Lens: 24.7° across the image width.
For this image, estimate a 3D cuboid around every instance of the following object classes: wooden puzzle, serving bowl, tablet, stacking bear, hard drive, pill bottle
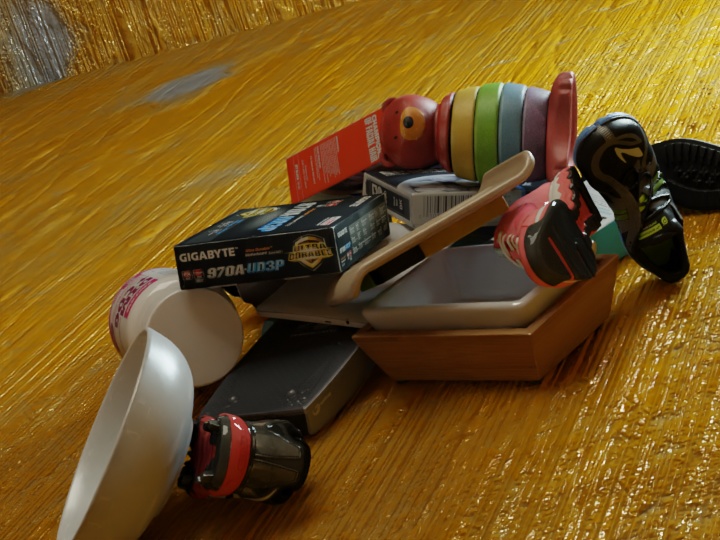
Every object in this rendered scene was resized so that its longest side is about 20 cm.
[{"bbox_3d":[0.062,-0.029,1.475,0.200,0.037,0.185,-35,1,-9],"label":"wooden puzzle"},{"bbox_3d":[-0.184,0.151,1.347,0.066,0.200,0.200,23,12,-13],"label":"serving bowl"},{"bbox_3d":[0.000,0.000,1.615,0.130,0.014,0.200,6,30,29],"label":"tablet"},{"bbox_3d":[0.117,-0.140,1.674,0.200,0.122,0.114,3,-2,11],"label":"stacking bear"},{"bbox_3d":[-0.053,0.092,1.536,0.135,0.042,0.200,-9,25,31],"label":"hard drive"},{"bbox_3d":[-0.182,0.057,1.628,0.113,0.114,0.200,-23,9,-14],"label":"pill bottle"}]

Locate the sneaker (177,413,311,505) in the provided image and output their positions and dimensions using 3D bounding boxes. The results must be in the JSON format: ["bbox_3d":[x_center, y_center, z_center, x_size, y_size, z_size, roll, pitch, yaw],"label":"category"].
[{"bbox_3d":[-0.095,0.157,1.357,0.098,0.071,0.200,10,-9,-14],"label":"sneaker"}]

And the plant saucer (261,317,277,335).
[{"bbox_3d":[-0.025,0.055,1.683,0.070,0.019,0.200,-30,22,-31],"label":"plant saucer"}]

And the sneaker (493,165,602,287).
[{"bbox_3d":[0.153,-0.022,1.412,0.087,0.074,0.200,-26,10,22],"label":"sneaker"}]

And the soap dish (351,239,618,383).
[{"bbox_3d":[0.116,0.038,1.482,0.200,0.081,0.157,-3,24,40],"label":"soap dish"}]

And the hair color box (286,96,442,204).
[{"bbox_3d":[0.023,-0.125,1.837,0.111,0.064,0.200,6,-22,-42],"label":"hair color box"}]

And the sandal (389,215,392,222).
[{"bbox_3d":[0.039,-0.014,1.735,0.054,0.082,0.200,-1,16,-3],"label":"sandal"}]

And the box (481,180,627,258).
[{"bbox_3d":[0.210,-0.031,1.626,0.200,0.049,0.082,-31,34,-34],"label":"box"}]

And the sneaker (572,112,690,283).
[{"bbox_3d":[0.254,-0.065,1.483,0.071,0.200,0.083,-34,39,0],"label":"sneaker"}]

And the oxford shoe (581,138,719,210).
[{"bbox_3d":[0.337,-0.106,1.718,0.200,0.073,0.084,10,14,41],"label":"oxford shoe"}]

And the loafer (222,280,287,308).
[{"bbox_3d":[-0.091,0.018,1.738,0.071,0.073,0.200,-40,21,-19],"label":"loafer"}]

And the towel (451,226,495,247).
[{"bbox_3d":[0.173,-0.044,1.774,0.200,0.022,0.147,1,26,46],"label":"towel"}]

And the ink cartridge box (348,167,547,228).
[{"bbox_3d":[0.110,-0.085,1.765,0.198,0.044,0.200,-3,13,-20],"label":"ink cartridge box"}]

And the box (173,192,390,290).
[{"bbox_3d":[-0.071,-0.030,1.581,0.159,0.046,0.200,-6,10,16],"label":"box"}]
